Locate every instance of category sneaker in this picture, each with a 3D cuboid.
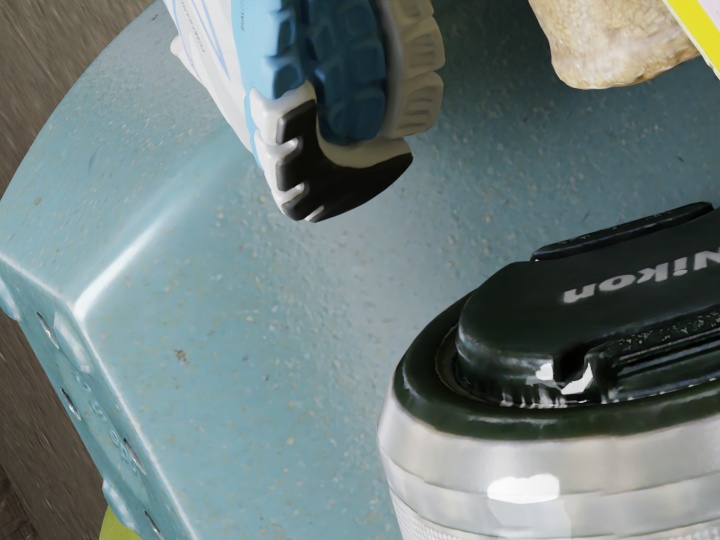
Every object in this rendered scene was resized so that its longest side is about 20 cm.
[{"bbox_3d":[-0.028,-0.104,0.721,0.087,0.075,0.201,41,146,29],"label":"sneaker"}]

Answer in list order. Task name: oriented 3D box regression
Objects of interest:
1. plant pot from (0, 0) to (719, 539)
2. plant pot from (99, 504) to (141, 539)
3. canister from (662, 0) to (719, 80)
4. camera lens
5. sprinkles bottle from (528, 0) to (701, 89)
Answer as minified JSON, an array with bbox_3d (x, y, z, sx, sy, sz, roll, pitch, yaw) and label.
[{"bbox_3d":[0.000,0.000,0.904,0.196,0.199,0.196,63,166,-19],"label":"plant pot"},{"bbox_3d":[-0.013,0.103,1.263,0.188,0.187,0.200,55,158,14],"label":"plant pot"},{"bbox_3d":[0.100,-0.092,0.589,0.200,0.086,0.149,55,165,9],"label":"canister"},{"bbox_3d":[0.100,0.092,0.773,0.160,0.159,0.201,27,135,66],"label":"camera lens"},{"bbox_3d":[0.039,-0.147,0.724,0.201,0.068,0.068,63,166,-18],"label":"sprinkles bottle"}]
